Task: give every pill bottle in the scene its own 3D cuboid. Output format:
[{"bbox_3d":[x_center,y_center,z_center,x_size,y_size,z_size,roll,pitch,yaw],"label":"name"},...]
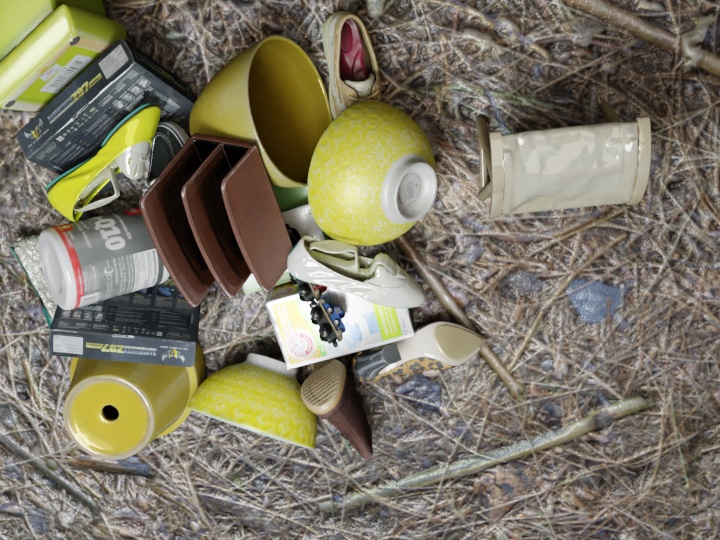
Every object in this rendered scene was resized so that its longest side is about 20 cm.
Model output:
[{"bbox_3d":[-0.336,-0.025,1.201,0.199,0.113,0.115,-18,109,-34],"label":"pill bottle"}]

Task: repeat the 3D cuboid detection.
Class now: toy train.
[{"bbox_3d":[-0.070,0.017,1.196,0.046,0.034,0.201,-25,68,-10],"label":"toy train"}]

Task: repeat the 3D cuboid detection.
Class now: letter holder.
[{"bbox_3d":[-0.181,-0.050,1.100,0.100,0.143,0.201,13,142,26],"label":"letter holder"}]

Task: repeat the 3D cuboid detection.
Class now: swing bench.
[{"bbox_3d":[0.264,-0.144,1.150,0.197,0.200,0.131,-5,106,3],"label":"swing bench"}]

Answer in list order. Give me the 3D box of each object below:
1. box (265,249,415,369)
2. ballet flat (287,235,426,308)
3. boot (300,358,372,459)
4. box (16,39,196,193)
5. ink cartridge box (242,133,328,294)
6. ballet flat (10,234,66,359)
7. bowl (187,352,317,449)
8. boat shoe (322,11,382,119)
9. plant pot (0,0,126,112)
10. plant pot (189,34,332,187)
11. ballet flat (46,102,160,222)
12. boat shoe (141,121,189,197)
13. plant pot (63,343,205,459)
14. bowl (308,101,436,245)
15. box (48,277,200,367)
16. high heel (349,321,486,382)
[{"bbox_3d":[-0.028,0.057,1.266,0.198,0.101,0.113,-15,105,6],"label":"box"},{"bbox_3d":[0.000,0.000,1.154,0.198,0.070,0.070,15,106,-5],"label":"ballet flat"},{"bbox_3d":[-0.020,0.211,1.261,0.072,0.200,0.167,-29,106,4],"label":"boot"},{"bbox_3d":[-0.340,-0.204,1.167,0.199,0.158,0.051,-38,66,12],"label":"box"},{"bbox_3d":[-0.135,-0.081,1.259,0.144,0.048,0.202,-17,107,7],"label":"ink cartridge box"},{"bbox_3d":[-0.460,0.037,1.293,0.071,0.072,0.202,-17,106,6],"label":"ballet flat"},{"bbox_3d":[-0.148,0.187,1.282,0.198,0.200,0.109,18,77,-4],"label":"bowl"},{"bbox_3d":[-0.007,-0.258,1.186,0.073,0.066,0.202,-20,106,-12],"label":"boat shoe"},{"bbox_3d":[-0.434,-0.319,1.101,0.200,0.199,0.182,-39,90,11],"label":"plant pot"},{"bbox_3d":[-0.147,-0.201,1.166,0.141,0.200,0.202,-9,108,30],"label":"plant pot"},{"bbox_3d":[-0.329,-0.137,1.137,0.199,0.067,0.067,-37,84,10],"label":"ballet flat"},{"bbox_3d":[-0.259,-0.101,1.152,0.073,0.068,0.201,-3,96,29],"label":"boat shoe"},{"bbox_3d":[-0.344,0.177,1.264,0.199,0.189,0.203,0,105,1],"label":"plant pot"},{"bbox_3d":[0.038,-0.118,1.151,0.199,0.107,0.202,-21,122,-37],"label":"bowl"},{"bbox_3d":[-0.332,0.064,1.229,0.198,0.158,0.051,7,124,-12],"label":"box"},{"bbox_3d":[0.084,0.129,1.321,0.198,0.142,0.072,-6,76,-28],"label":"high heel"}]
